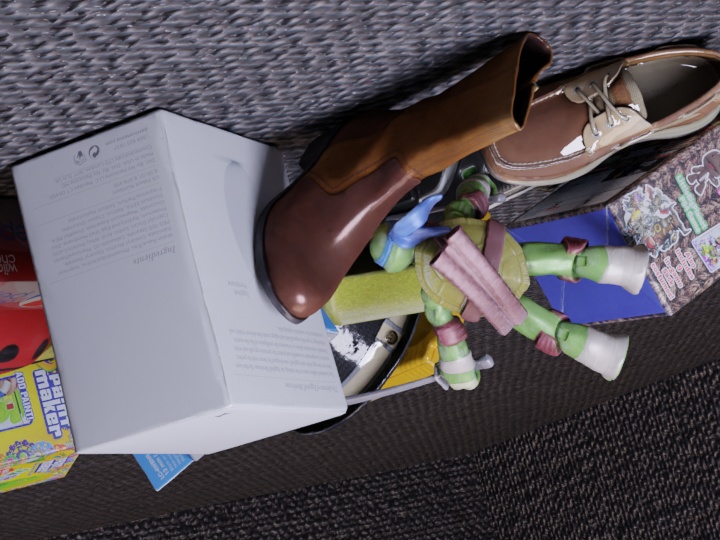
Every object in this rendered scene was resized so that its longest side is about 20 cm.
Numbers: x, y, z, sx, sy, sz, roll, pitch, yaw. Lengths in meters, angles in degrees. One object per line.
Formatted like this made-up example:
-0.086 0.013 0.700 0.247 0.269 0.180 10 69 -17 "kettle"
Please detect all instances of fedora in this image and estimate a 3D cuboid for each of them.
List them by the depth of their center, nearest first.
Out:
-0.034 0.039 1.823 0.092 0.201 0.200 34 140 -30 "fedora"

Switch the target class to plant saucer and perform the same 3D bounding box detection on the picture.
0.000 0.000 1.682 0.200 0.048 0.200 -9 -165 -33 "plant saucer"

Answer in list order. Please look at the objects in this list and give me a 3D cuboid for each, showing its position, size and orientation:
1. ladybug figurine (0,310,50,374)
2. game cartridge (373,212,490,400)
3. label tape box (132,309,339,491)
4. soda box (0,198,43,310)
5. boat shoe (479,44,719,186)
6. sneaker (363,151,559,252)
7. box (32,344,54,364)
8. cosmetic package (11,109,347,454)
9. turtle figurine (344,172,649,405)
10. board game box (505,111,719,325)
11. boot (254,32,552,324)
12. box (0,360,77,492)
-0.318 0.048 1.632 0.200 0.072 0.136 -7 166 -40 "ladybug figurine"
0.024 0.039 1.874 0.032 0.177 0.200 36 140 -25 "game cartridge"
-0.136 0.052 1.566 0.200 0.143 0.066 -41 162 16 "label tape box"
-0.248 -0.010 1.461 0.070 0.064 0.200 -22 168 33 "soda box"
0.179 -0.121 1.505 0.200 0.076 0.072 -22 168 -15 "boat shoe"
0.089 -0.062 1.644 0.200 0.076 0.115 -23 165 24 "sneaker"
-0.219 0.026 1.724 0.075 0.050 0.200 -10 169 -28 "box"
-0.120 0.017 1.410 0.123 0.201 0.199 -19 168 19 "cosmetic package"
0.098 0.011 1.496 0.193 0.144 0.200 15 141 0 "turtle figurine"
0.243 -0.052 1.607 0.200 0.097 0.159 -35 -170 -23 "board game box"
0.034 -0.059 1.383 0.200 0.069 0.188 -22 -156 37 "boot"
-0.369 0.141 1.912 0.192 0.122 0.200 -14 169 -16 "box"
